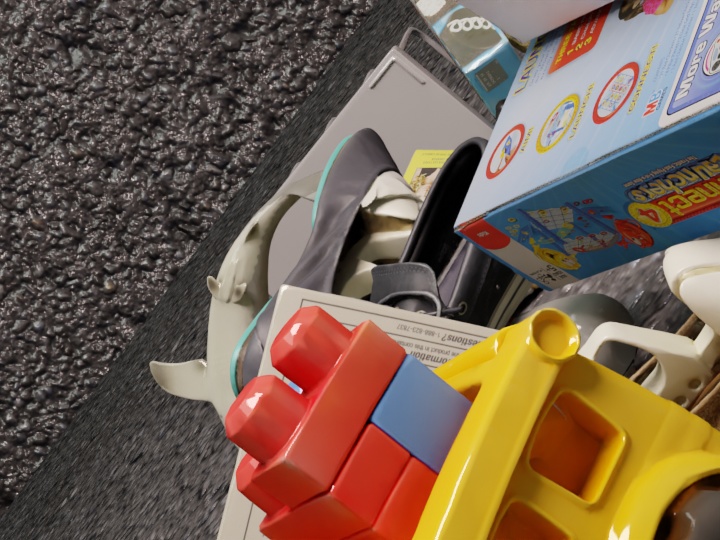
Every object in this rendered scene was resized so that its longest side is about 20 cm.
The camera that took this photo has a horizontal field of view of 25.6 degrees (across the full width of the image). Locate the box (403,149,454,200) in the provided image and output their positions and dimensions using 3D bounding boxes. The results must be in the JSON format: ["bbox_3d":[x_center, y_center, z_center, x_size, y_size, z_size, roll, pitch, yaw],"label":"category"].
[{"bbox_3d":[0.032,0.021,0.991,0.050,0.076,0.201,2,50,32],"label":"box"}]

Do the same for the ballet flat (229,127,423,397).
[{"bbox_3d":[0.000,0.000,0.809,0.073,0.073,0.201,-42,16,45],"label":"ballet flat"}]

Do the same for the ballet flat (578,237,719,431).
[{"bbox_3d":[0.125,0.034,0.599,0.200,0.072,0.068,-49,17,24],"label":"ballet flat"}]

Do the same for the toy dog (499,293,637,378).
[{"bbox_3d":[0.067,0.062,0.791,0.132,0.096,0.200,-52,25,-7],"label":"toy dog"}]

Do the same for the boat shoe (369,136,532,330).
[{"bbox_3d":[0.027,0.025,0.723,0.074,0.062,0.201,0,54,56],"label":"boat shoe"}]

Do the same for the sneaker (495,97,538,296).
[{"bbox_3d":[0.105,-0.062,0.952,0.201,0.087,0.076,-52,12,16],"label":"sneaker"}]

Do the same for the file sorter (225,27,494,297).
[{"bbox_3d":[0.023,-0.059,1.164,0.200,0.138,0.125,-49,8,22],"label":"file sorter"}]

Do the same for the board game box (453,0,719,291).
[{"bbox_3d":[0.138,-0.107,0.635,0.196,0.056,0.201,-25,38,62],"label":"board game box"}]

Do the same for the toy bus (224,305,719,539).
[{"bbox_3d":[0.028,0.110,0.472,0.136,0.191,0.201,-34,24,56],"label":"toy bus"}]

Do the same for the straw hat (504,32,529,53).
[{"bbox_3d":[0.145,-0.191,1.113,0.201,0.199,0.086,-107,19,-77],"label":"straw hat"}]

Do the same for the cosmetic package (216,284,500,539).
[{"bbox_3d":[-0.004,0.117,0.625,0.071,0.104,0.202,69,-145,-74],"label":"cosmetic package"}]

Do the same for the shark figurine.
[{"bbox_3d":[-0.059,0.022,1.047,0.089,0.127,0.217,3,-80,-58],"label":"shark figurine"}]

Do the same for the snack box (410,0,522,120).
[{"bbox_3d":[0.076,-0.157,1.081,0.037,0.116,0.201,-36,41,7],"label":"snack box"}]

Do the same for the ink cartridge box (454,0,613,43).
[{"bbox_3d":[0.108,-0.210,0.655,0.201,0.084,0.145,-62,17,-16],"label":"ink cartridge box"}]
